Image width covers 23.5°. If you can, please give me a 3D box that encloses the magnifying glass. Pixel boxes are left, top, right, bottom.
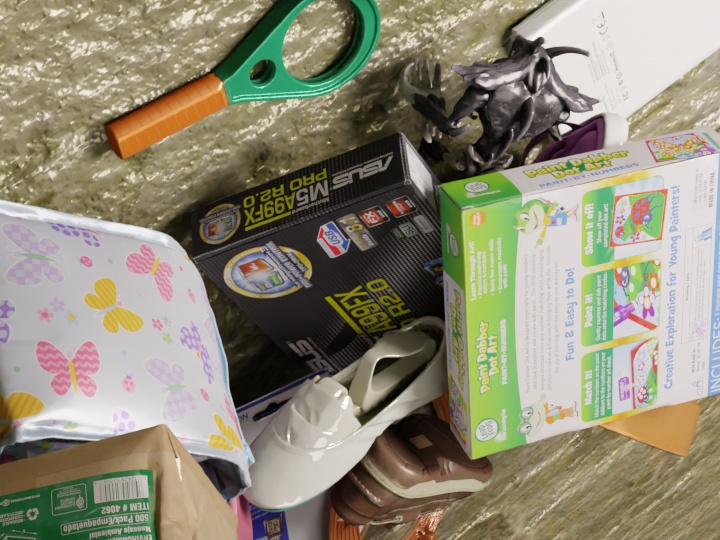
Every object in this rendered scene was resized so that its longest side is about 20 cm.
[{"bbox_3d":[-0.074,-0.128,1.125,0.200,0.022,0.080,-31,136,-19],"label":"magnifying glass"}]

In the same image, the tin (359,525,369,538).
[{"bbox_3d":[-0.047,0.207,1.385,0.112,0.042,0.200,10,115,-37],"label":"tin"}]

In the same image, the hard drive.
[{"bbox_3d":[0.212,-0.187,1.296,0.200,0.026,0.132,-37,137,-9],"label":"hard drive"}]

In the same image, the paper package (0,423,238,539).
[{"bbox_3d":[-0.177,0.185,1.001,0.200,0.104,0.191,-13,154,5],"label":"paper package"}]

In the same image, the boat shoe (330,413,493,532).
[{"bbox_3d":[0.032,0.154,1.282,0.075,0.075,0.202,-50,157,12],"label":"boat shoe"}]

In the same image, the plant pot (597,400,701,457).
[{"bbox_3d":[0.183,0.044,1.342,0.200,0.200,0.140,21,91,-45],"label":"plant pot"}]

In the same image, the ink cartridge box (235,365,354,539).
[{"bbox_3d":[-0.062,0.156,1.286,0.099,0.039,0.200,-23,130,-21],"label":"ink cartridge box"}]

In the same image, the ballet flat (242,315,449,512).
[{"bbox_3d":[-0.008,0.087,1.171,0.200,0.069,0.069,-32,138,-37],"label":"ballet flat"}]

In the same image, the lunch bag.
[{"bbox_3d":[-0.168,0.065,1.071,0.200,0.170,0.127,9,144,-41],"label":"lunch bag"}]

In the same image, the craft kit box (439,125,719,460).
[{"bbox_3d":[0.154,0.016,1.171,0.197,0.049,0.200,-14,122,-17],"label":"craft kit box"}]

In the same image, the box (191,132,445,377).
[{"bbox_3d":[0.000,0.000,1.200,0.160,0.044,0.200,-19,142,17],"label":"box"}]

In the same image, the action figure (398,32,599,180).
[{"bbox_3d":[0.081,-0.108,1.197,0.119,0.102,0.200,6,138,-31],"label":"action figure"}]

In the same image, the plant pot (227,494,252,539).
[{"bbox_3d":[-0.161,0.207,1.199,0.200,0.200,0.179,-38,152,-9],"label":"plant pot"}]

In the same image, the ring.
[{"bbox_3d":[0.036,0.164,1.367,0.200,0.019,0.201,-36,134,-50],"label":"ring"}]

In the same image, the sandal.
[{"bbox_3d":[0.135,-0.072,1.249,0.050,0.203,0.083,16,70,-12],"label":"sandal"}]
